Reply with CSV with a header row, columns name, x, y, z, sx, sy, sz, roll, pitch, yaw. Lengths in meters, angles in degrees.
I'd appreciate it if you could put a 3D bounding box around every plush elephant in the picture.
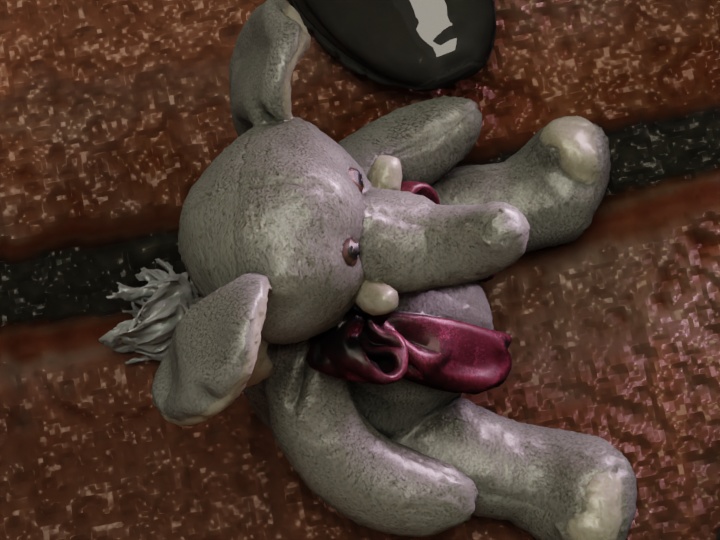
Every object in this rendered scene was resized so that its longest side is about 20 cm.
name,x,y,z,sx,sy,sz,roll,pitch,yaw
plush elephant,0.000,0.000,0.871,0.198,0.155,0.166,4,72,5

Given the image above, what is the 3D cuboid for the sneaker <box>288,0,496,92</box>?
name,x,y,z,sx,sy,sz,roll,pitch,yaw
sneaker,-0.009,-0.159,0.960,0.076,0.091,0.201,-26,73,-6

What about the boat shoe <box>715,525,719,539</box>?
name,x,y,z,sx,sy,sz,roll,pitch,yaw
boat shoe,0.160,0.057,0.888,0.066,0.072,0.202,-2,59,40
